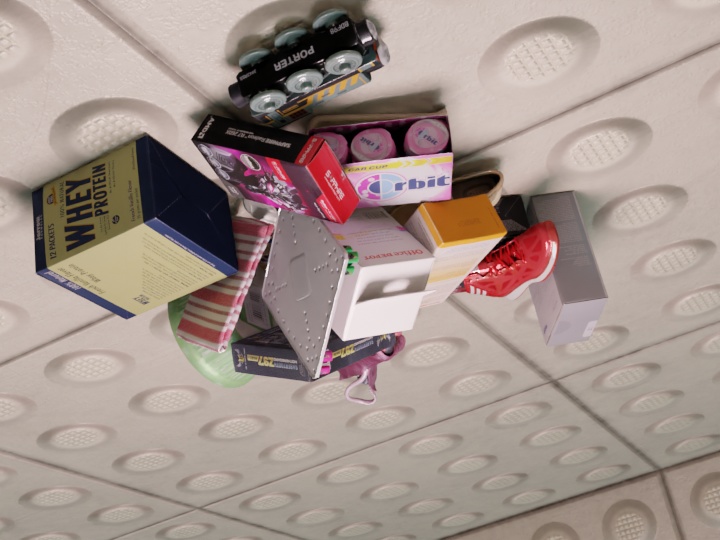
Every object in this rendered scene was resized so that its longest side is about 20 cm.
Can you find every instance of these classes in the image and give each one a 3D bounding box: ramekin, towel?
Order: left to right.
[{"bbox_3d":[-0.195,0.018,1.600,0.030,0.201,0.146,24,174,-31],"label":"towel"},{"bbox_3d":[-0.199,0.075,1.741,0.098,0.201,0.200,-30,147,27],"label":"ramekin"}]

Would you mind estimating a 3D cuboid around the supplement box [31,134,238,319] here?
[{"bbox_3d":[-0.311,-0.053,1.530,0.199,0.135,0.200,-23,150,20],"label":"supplement box"}]

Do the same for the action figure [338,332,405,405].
[{"bbox_3d":[0.012,0.154,2.035,0.134,0.149,0.200,10,159,-25],"label":"action figure"}]

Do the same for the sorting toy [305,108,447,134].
[{"bbox_3d":[0.016,-0.158,1.566,0.199,0.037,0.185,-6,151,-10],"label":"sorting toy"}]

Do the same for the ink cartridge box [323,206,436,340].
[{"bbox_3d":[0.000,0.000,1.547,0.128,0.200,0.126,-8,128,-34],"label":"ink cartridge box"}]

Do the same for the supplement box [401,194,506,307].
[{"bbox_3d":[0.105,-0.022,1.615,0.126,0.074,0.200,-10,153,-36],"label":"supplement box"}]

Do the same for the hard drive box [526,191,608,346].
[{"bbox_3d":[0.324,-0.001,1.797,0.077,0.201,0.156,-8,152,-6],"label":"hard drive box"}]

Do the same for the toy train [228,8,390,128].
[{"bbox_3d":[-0.061,-0.243,1.343,0.199,0.085,0.114,-24,162,17],"label":"toy train"}]

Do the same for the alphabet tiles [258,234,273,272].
[{"bbox_3d":[-0.091,-0.029,1.793,0.200,0.006,0.166,-23,150,21],"label":"alphabet tiles"}]

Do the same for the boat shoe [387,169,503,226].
[{"bbox_3d":[0.121,-0.102,1.649,0.199,0.071,0.065,-26,165,-11],"label":"boat shoe"}]

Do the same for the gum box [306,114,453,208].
[{"bbox_3d":[0.022,-0.143,1.495,0.199,0.066,0.114,-6,152,0],"label":"gum box"}]

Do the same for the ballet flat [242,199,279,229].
[{"bbox_3d":[-0.082,-0.072,1.625,0.200,0.070,0.069,31,132,-34],"label":"ballet flat"}]

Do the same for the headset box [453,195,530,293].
[{"bbox_3d":[0.181,-0.033,1.815,0.148,0.077,0.200,-6,152,-10],"label":"headset box"}]

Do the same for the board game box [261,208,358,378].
[{"bbox_3d":[-0.072,0.009,1.497,0.026,0.200,0.201,-3,125,-29],"label":"board game box"}]

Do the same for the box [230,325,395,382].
[{"bbox_3d":[-0.068,0.109,1.647,0.157,0.051,0.200,3,-166,40],"label":"box"}]

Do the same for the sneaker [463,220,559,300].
[{"bbox_3d":[0.222,-0.009,1.717,0.115,0.079,0.200,-2,148,-21],"label":"sneaker"}]

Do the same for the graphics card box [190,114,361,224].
[{"bbox_3d":[-0.110,-0.131,1.422,0.200,0.051,0.126,18,156,33],"label":"graphics card box"}]
